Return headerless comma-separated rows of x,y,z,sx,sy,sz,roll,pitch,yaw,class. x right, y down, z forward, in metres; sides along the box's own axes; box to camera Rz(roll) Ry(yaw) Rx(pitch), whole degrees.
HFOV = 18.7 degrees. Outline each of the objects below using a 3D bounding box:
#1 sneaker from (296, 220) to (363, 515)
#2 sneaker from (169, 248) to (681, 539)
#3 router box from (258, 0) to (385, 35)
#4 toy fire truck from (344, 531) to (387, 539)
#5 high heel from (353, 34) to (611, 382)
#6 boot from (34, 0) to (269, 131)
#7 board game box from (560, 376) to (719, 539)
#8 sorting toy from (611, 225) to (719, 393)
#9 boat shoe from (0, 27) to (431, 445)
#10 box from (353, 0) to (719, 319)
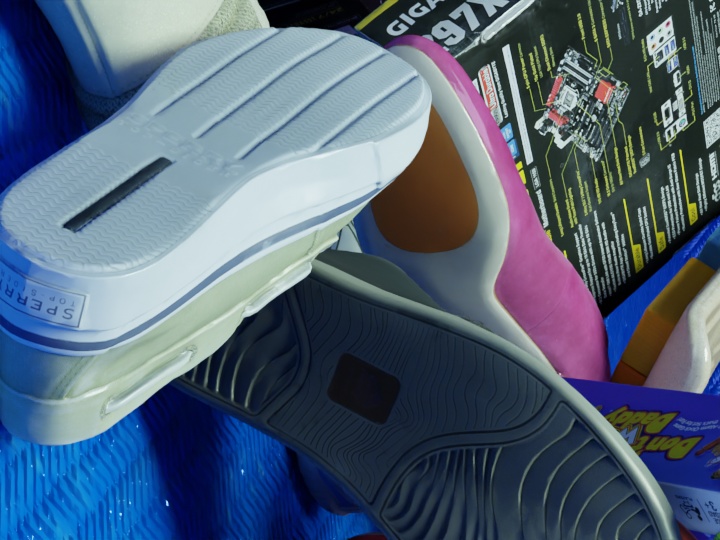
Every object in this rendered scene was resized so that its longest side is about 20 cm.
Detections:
0.000,0.000,0.893,0.072,0.072,0.202,44,33,-65,sneaker
0.028,0.041,0.705,0.199,0.075,0.106,33,13,19,sneaker
-0.029,-0.197,1.013,0.149,0.051,0.202,33,43,-72,router box
0.031,0.193,0.871,0.141,0.048,0.202,-39,114,-77,toy fire truck
0.054,-0.015,0.829,0.096,0.067,0.201,-54,131,-45,high heel
-0.077,-0.145,0.703,0.201,0.071,0.155,-81,154,-44,boot
0.114,0.106,0.727,0.135,0.045,0.200,60,-24,-16,board game box
0.130,0.051,0.952,0.200,0.036,0.186,-47,164,-54,sorting toy
-0.046,-0.017,0.634,0.200,0.072,0.062,-35,149,-52,boat shoe
0.088,-0.065,0.894,0.049,0.159,0.201,38,-21,37,box
